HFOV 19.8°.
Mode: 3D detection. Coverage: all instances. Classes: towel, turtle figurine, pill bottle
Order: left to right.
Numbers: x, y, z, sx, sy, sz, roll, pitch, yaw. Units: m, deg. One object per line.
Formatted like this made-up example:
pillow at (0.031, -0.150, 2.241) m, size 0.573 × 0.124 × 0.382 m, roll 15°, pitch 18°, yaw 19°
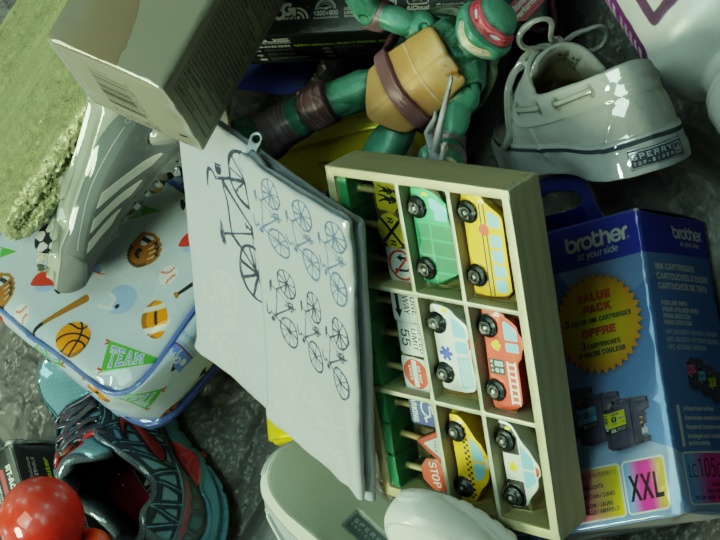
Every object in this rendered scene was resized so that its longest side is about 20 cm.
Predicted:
towel at (-0.198, -0.130, 1.357) m, size 0.200 × 0.036 × 0.149 m, roll -52°, pitch 44°, yaw 30°
turtle figurine at (0.023, -0.100, 1.140) m, size 0.200 × 0.100 × 0.150 m, roll -40°, pitch 67°, yaw 35°
pill bottle at (0.186, -0.163, 1.107) m, size 0.112 × 0.112 × 0.201 m, roll -41°, pitch 62°, yaw 28°

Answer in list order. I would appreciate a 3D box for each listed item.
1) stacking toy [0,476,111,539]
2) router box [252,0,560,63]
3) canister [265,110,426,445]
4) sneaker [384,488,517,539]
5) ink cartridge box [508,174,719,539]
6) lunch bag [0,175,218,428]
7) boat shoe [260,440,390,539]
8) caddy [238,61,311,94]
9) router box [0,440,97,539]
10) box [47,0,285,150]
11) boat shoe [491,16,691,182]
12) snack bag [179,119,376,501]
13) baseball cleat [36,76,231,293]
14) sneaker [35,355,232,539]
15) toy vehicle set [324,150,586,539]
stacking toy at (-0.160, 0.215, 1.301) m, size 0.085 × 0.085 × 0.200 m, roll -21°, pitch 114°, yaw 36°
router box at (0.019, -0.207, 1.222) m, size 0.199 × 0.062 × 0.151 m, roll -2°, pitch 80°, yaw 10°
canister at (0.000, 0.000, 1.259) m, size 0.148 × 0.086 × 0.201 m, roll -12°, pitch 80°, yaw 37°
sneaker at (0.059, 0.212, 1.123) m, size 0.078 × 0.099 × 0.201 m, roll -4°, pitch 120°, yaw 50°
ink cartridge box at (0.128, 0.048, 1.158) m, size 0.136 × 0.076 × 0.201 m, roll -17°, pitch 74°, yaw 37°
lunch bag at (-0.151, 0.002, 1.371) m, size 0.200 × 0.076 × 0.161 m, roll 33°, pitch 81°, yaw 35°
boat shoe at (0.016, 0.185, 1.238) m, size 0.201 × 0.070 × 0.072 m, roll 46°, pitch 160°, yaw 11°
caddy at (-0.093, -0.203, 1.339) m, size 0.200 × 0.105 × 0.142 m, roll 49°, pitch 116°, yaw 31°
router box at (-0.241, 0.239, 1.434) m, size 0.150 × 0.062 × 0.201 m, roll -34°, pitch 65°, yaw 32°
box at (-0.082, -0.180, 1.144) m, size 0.077 × 0.095 × 0.201 m, roll 24°, pitch 76°, yaw 17°
boat shoe at (0.113, -0.098, 1.127) m, size 0.202 × 0.074 × 0.087 m, roll -153°, pitch 46°, yaw -77°
snack bag at (-0.053, 0.011, 1.180) m, size 0.200 × 0.021 × 0.190 m, roll 38°, pitch 140°, yaw 45°
baseball cleat at (-0.136, -0.060, 1.280) m, size 0.070 × 0.106 × 0.201 m, roll -95°, pitch 20°, yaw -50°
sneaker at (-0.167, 0.114, 1.376) m, size 0.200 × 0.095 × 0.080 m, roll 46°, pitch 113°, yaw 32°
toy vehicle set at (0.051, 0.039, 1.100) m, size 0.124 × 0.026 × 0.201 m, roll 9°, pitch 118°, yaw 41°
